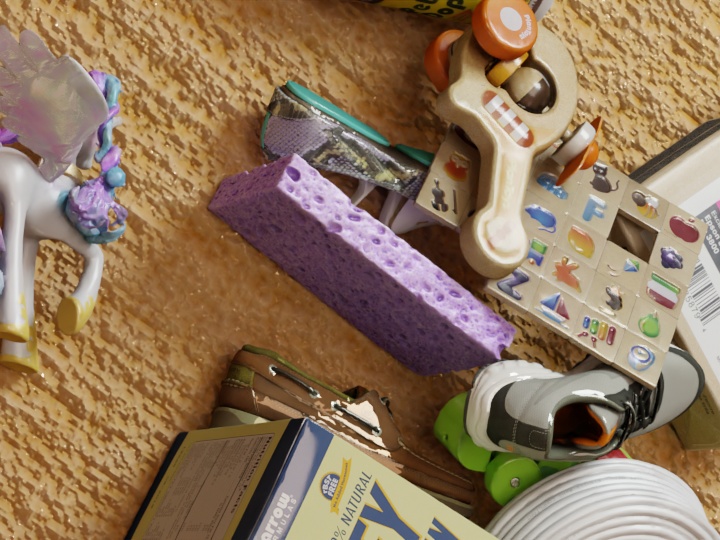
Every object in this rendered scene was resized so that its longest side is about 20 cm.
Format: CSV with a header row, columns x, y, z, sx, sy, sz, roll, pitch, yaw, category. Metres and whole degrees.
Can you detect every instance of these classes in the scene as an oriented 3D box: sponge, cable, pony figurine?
x,y,z,sx,sy,sz,roll,pitch,yaw,category
0.000,0.000,1.593,0.200,0.111,0.030,38,67,-18,sponge
0.159,0.226,1.632,0.199,0.069,0.201,23,104,-28,cable
-0.219,-0.057,1.482,0.193,0.165,0.202,35,62,-54,pony figurine

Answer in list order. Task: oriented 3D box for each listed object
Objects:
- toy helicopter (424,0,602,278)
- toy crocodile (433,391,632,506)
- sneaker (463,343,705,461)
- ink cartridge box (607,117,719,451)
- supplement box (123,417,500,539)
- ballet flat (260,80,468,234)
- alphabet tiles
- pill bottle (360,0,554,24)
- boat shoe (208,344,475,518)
x,y,z,sx,sy,sz,roll,pitch,yaw,category
0.108,-0.081,1.612,0.131,0.079,0.201,24,57,-23,toy helicopter
0.136,0.133,1.661,0.199,0.068,0.062,18,107,-25,toy crocodile
0.162,0.095,1.595,0.199,0.079,0.075,-9,114,-39,sneaker
0.268,0.006,1.753,0.164,0.075,0.201,-34,98,-25,ink cartridge box
-0.028,0.202,1.504,0.199,0.199,0.135,33,71,-20,supplement box
0.016,-0.065,1.644,0.199,0.072,0.073,23,74,-23,ballet flat
0.135,-0.026,1.624,0.199,0.008,0.168,30,47,-5,alphabet tiles
0.038,-0.234,1.642,0.198,0.109,0.110,9,80,-26,pill bottle
-0.002,0.109,1.601,0.199,0.072,0.069,24,75,-23,boat shoe
